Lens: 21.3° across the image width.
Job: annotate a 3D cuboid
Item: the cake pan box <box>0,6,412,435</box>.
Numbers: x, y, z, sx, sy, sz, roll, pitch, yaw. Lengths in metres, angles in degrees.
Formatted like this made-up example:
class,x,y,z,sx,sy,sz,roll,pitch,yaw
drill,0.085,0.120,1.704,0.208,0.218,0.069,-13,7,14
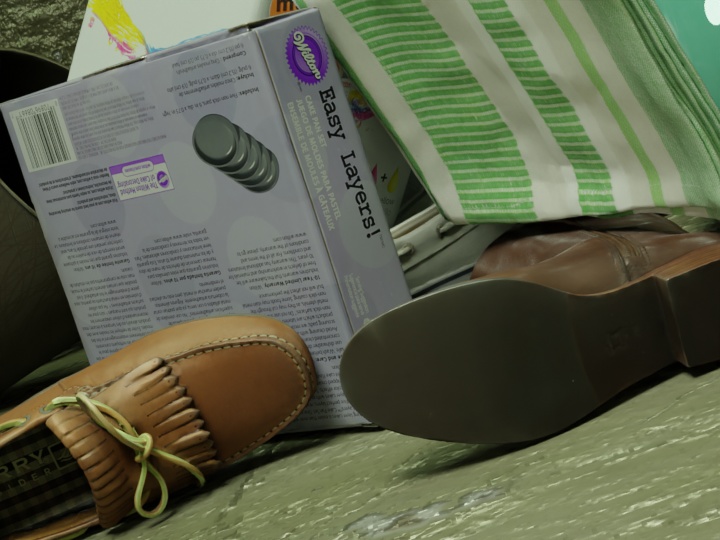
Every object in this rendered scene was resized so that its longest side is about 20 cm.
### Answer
class,x,y,z,sx,sy,sz,roll,pitch,yaw
cake pan box,-0.073,-0.013,0.892,0.200,0.185,0.052,-11,10,45

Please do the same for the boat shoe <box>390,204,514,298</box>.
class,x,y,z,sx,sy,sz,roll,pitch,yaw
boat shoe,0.000,0.000,0.997,0.200,0.070,0.071,-23,11,-13

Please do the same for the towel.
class,x,y,z,sx,sy,sz,roll,pitch,yaw
towel,0.061,-0.077,0.787,0.023,0.153,0.200,-46,24,-23

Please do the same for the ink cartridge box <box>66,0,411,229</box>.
class,x,y,z,sx,sy,sz,roll,pitch,yaw
ink cartridge box,-0.057,-0.110,1.040,0.145,0.201,0.145,5,15,-44

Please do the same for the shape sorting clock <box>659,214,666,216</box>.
class,x,y,z,sx,sy,sz,roll,pitch,yaw
shape sorting clock,0.064,-0.080,0.918,0.039,0.200,0.200,-57,16,-5

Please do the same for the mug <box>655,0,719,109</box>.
class,x,y,z,sx,sy,sz,roll,pitch,yaw
mug,0.188,-0.099,0.900,0.114,0.152,0.185,-20,-2,2

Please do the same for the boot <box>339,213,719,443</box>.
class,x,y,z,sx,sy,sz,roll,pitch,yaw
boot,0.067,0.012,0.823,0.186,0.064,0.200,-9,12,-9

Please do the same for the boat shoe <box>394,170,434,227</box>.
class,x,y,z,sx,sy,sz,roll,pitch,yaw
boat shoe,0.032,-0.066,1.100,0.201,0.072,0.070,-45,-5,27

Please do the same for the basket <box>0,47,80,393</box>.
class,x,y,z,sx,sy,sz,roll,pitch,yaw
basket,-0.218,-0.008,1.154,0.200,0.180,0.136,-43,22,34

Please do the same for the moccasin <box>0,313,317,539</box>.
class,x,y,z,sx,sy,sz,roll,pitch,yaw
moccasin,-0.114,0.077,0.824,0.201,0.074,0.078,-17,20,2
